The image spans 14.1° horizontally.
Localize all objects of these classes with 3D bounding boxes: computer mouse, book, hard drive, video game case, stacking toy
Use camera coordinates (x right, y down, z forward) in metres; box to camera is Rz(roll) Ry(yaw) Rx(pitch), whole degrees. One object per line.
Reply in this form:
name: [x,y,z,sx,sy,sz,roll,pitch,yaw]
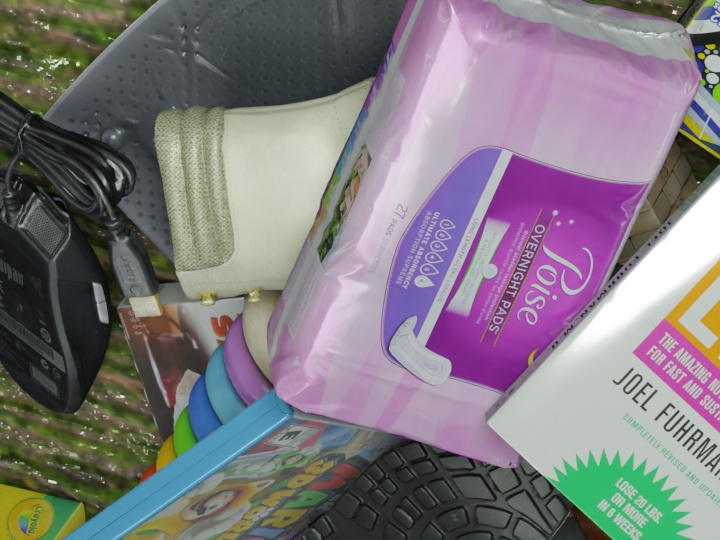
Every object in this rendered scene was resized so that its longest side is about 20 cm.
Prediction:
computer mouse: [-0.133,-0.003,1.400,0.140,0.046,0.200,30,141,37]
book: [0.166,0.031,1.184,0.134,0.048,0.200,42,94,-5]
hard drive: [-0.041,-0.083,1.341,0.135,0.042,0.200,46,125,-11]
video game case: [-0.036,0.108,1.366,0.143,0.200,0.018,-36,66,21]
stacking toy: [-0.066,0.091,1.412,0.085,0.085,0.200,38,123,-4]

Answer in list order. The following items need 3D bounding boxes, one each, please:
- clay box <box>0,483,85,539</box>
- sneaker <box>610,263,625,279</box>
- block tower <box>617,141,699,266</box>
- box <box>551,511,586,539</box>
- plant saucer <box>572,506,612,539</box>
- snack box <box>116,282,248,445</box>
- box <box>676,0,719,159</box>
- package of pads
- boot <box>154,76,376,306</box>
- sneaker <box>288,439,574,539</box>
clay box: [-0.233,0.154,1.529,0.200,0.115,0.048,10,124,15]
sneaker: [0.141,0.100,1.294,0.199,0.079,0.130,54,164,14]
block tower: [0.135,0.000,1.313,0.054,0.058,0.200,-19,111,31]
box: [0.064,0.201,1.392,0.156,0.041,0.200,-41,64,34]
plant saucer: [0.124,0.181,1.447,0.200,0.037,0.200,11,125,16]
snack box: [-0.060,0.096,1.475,0.072,0.024,0.200,-5,118,22]
box: [0.221,-0.053,1.237,0.200,0.064,0.070,35,127,-1]
package of pads: [0.050,-0.025,1.205,0.120,0.076,0.200,17,115,-15]
boot: [0.000,0.000,1.312,0.154,0.072,0.200,-9,124,13]
sneaker: [0.027,0.111,1.341,0.200,0.088,0.076,-32,94,34]
